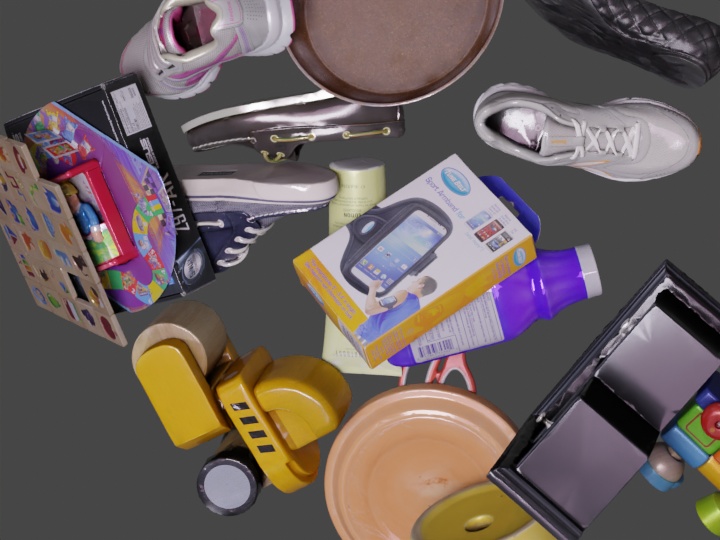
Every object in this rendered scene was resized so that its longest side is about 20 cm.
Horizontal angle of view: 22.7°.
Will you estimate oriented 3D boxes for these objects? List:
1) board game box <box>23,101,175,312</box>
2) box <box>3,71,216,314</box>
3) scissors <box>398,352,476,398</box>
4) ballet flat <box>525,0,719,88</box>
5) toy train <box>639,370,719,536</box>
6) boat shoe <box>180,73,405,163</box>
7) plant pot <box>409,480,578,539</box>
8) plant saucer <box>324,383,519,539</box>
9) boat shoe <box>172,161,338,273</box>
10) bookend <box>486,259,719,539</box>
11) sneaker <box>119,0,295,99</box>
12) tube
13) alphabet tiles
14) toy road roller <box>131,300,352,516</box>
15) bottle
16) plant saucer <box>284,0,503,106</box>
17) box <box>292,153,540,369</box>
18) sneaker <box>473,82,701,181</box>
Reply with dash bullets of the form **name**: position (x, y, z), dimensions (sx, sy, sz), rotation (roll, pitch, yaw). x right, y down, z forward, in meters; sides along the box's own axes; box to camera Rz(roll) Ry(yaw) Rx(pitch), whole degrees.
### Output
- **board game box**: position (-0.248, -0.048, 1.585), dimensions (0.200, 0.039, 0.158), rotation (33, 129, 27)
- **box**: position (-0.228, -0.064, 1.622), dimensions (0.160, 0.043, 0.201), rotation (-12, 101, 45)
- **scissors**: position (0.085, 0.039, 1.627), dimensions (0.073, 0.014, 0.201), rotation (14, 105, 9)
- **ballet flat**: position (0.219, -0.219, 1.530), dimensions (0.200, 0.057, 0.067), rotation (29, 149, 6)
- **toy train**: position (0.345, 0.194, 1.573), dimensions (0.200, 0.085, 0.116), rotation (43, 118, 0)
- **boat shoe**: position (-0.060, -0.127, 1.592), dimensions (0.200, 0.072, 0.061), rotation (-12, 95, 12)
- **plant pot**: position (0.129, 0.294, 1.563), dimensions (0.200, 0.201, 0.189), rotation (-15, 108, 15)
- **plant saucer**: position (0.064, 0.203, 1.651), dimensions (0.199, 0.032, 0.201), rotation (3, 107, 10)
- **boat shoe**: position (-0.104, -0.045, 1.614), dimensions (0.199, 0.075, 0.093), rotation (3, 109, 31)
- **bookend**: position (0.218, 0.108, 1.513), dimensions (0.092, 0.200, 0.199), rotation (41, 108, 5)
- **sneaker**: position (-0.152, -0.206, 1.561), dimensions (0.200, 0.088, 0.082), rotation (-21, 77, 42)
- **tube**: position (0.000, 0.000, 1.621), dimensions (0.058, 0.052, 0.201), rotation (22, 118, 51)
- **alphabet tiles**: position (-0.287, -0.034, 1.609), dimensions (0.167, 0.008, 0.201), rotation (20, 136, 50)
- **toy road roller**: position (-0.099, 0.109, 1.627), dimensions (0.146, 0.123, 0.200), rotation (-28, 99, 16)
- **bottle**: position (0.111, 0.024, 1.581), dimensions (0.199, 0.065, 0.084), rotation (-16, 109, 3)
- **plant saucer**: position (0.028, -0.233, 1.540), dimensions (0.199, 0.034, 0.201), rotation (-3, 77, 14)
- **box**: position (0.056, -0.017, 1.546), dimensions (0.200, 0.042, 0.119), rotation (-35, 55, -9)
- **sneaker**: position (0.189, -0.111, 1.530), dimensions (0.199, 0.092, 0.076), rotation (7, 104, 11)
